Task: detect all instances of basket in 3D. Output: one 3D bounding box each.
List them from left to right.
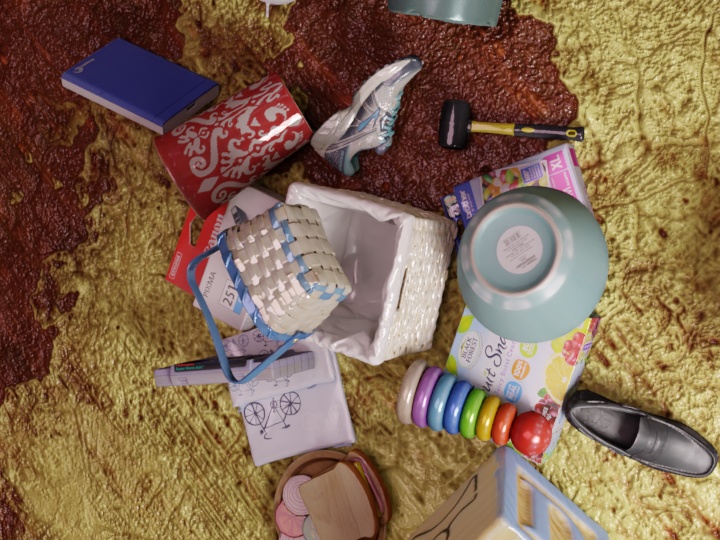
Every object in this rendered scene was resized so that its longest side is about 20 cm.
[{"bbox_3d":[-0.120,0.024,1.452,0.198,0.139,0.179,-31,72,20],"label":"basket"},{"bbox_3d":[0.000,0.000,1.552,0.197,0.160,0.202,17,99,30],"label":"basket"}]

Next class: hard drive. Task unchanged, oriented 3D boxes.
[{"bbox_3d":[-0.328,-0.277,1.732,0.198,0.132,0.026,26,138,22],"label":"hard drive"}]

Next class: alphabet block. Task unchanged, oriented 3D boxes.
[{"bbox_3d":[0.180,0.380,1.443,0.196,0.196,0.200,41,110,-5],"label":"alphabet block"}]

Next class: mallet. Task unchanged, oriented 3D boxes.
[{"bbox_3d":[0.198,-0.197,1.534,0.196,0.041,0.067,-1,89,20],"label":"mallet"}]

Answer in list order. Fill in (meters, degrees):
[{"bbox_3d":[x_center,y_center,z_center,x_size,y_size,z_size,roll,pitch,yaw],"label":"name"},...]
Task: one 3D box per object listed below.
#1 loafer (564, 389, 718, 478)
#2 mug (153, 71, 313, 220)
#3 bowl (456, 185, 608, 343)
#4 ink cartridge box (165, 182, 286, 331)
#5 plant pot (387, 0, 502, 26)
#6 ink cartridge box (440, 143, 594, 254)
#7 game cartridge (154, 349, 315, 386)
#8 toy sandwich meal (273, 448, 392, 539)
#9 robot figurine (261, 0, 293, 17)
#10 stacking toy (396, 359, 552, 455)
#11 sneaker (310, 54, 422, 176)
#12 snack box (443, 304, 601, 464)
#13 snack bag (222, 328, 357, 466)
[{"bbox_3d":[0.347,0.208,1.443,0.198,0.070,0.069,22,99,11],"label":"loafer"},{"bbox_3d":[-0.183,-0.197,1.644,0.198,0.134,0.179,-32,56,2],"label":"mug"},{"bbox_3d":[0.200,-0.017,1.436,0.197,0.105,0.205,-4,79,21],"label":"bowl"},{"bbox_3d":[-0.203,-0.039,1.721,0.174,0.045,0.203,26,102,21],"label":"ink cartridge box"},{"bbox_3d":[0.119,-0.422,1.485,0.197,0.199,0.200,15,105,24],"label":"plant pot"},{"bbox_3d":[0.203,-0.076,1.531,0.197,0.042,0.121,-20,83,26],"label":"ink cartridge box"},{"bbox_3d":[-0.179,0.138,1.645,0.197,0.129,0.039,-6,86,26],"label":"game cartridge"},{"bbox_3d":[-0.047,0.349,1.643,0.202,0.070,0.210,1,92,25],"label":"toy sandwich meal"},{"bbox_3d":[-0.106,-0.460,1.624,0.170,0.112,0.202,44,109,39],"label":"robot figurine"},{"bbox_3d":[0.149,0.180,1.475,0.197,0.085,0.087,16,98,19],"label":"stacking toy"},{"bbox_3d":[0.025,-0.213,1.602,0.087,0.078,0.200,48,117,3],"label":"sneaker"},{"bbox_3d":[0.202,0.124,1.521,0.167,0.067,0.203,23,100,23],"label":"snack box"},{"bbox_3d":[-0.109,0.176,1.696,0.186,0.021,0.204,-16,85,24],"label":"snack bag"}]
